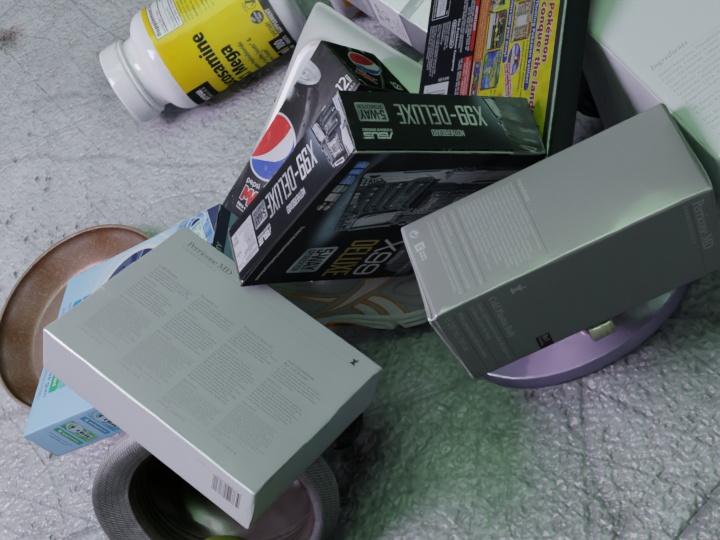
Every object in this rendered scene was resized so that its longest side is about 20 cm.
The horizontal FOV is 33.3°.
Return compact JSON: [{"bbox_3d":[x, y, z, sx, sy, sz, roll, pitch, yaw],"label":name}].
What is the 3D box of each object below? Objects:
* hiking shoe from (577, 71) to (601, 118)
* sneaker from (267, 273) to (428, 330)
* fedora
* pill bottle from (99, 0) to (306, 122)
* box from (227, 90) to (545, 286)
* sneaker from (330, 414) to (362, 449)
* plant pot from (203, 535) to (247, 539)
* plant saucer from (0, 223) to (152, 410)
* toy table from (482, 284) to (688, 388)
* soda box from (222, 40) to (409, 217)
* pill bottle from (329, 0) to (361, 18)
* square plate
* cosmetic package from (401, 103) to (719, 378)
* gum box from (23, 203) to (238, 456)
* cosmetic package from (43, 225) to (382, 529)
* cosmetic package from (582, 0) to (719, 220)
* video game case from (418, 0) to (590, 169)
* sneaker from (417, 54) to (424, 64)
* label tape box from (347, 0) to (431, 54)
[{"bbox_3d":[0.244,-0.211,1.058,0.200,0.076,0.101,-40,44,-12],"label":"hiking shoe"},{"bbox_3d":[0.000,0.000,0.998,0.199,0.092,0.076,-14,43,-13],"label":"sneaker"},{"bbox_3d":[-0.107,0.164,0.966,0.199,0.177,0.090,-27,22,25],"label":"fedora"},{"bbox_3d":[-0.161,-0.238,1.232,0.199,0.112,0.113,-30,54,8],"label":"pill bottle"},{"bbox_3d":[0.013,-0.055,0.873,0.200,0.157,0.050,-44,56,51],"label":"box"},{"bbox_3d":[-0.073,0.097,1.040,0.200,0.077,0.089,45,118,35],"label":"sneaker"},{"bbox_3d":[-0.054,0.278,0.848,0.192,0.200,0.201,15,69,43],"label":"plant pot"},{"bbox_3d":[-0.261,0.050,1.160,0.199,0.037,0.201,-12,58,20],"label":"plant saucer"},{"bbox_3d":[0.157,0.001,0.940,0.200,0.117,0.184,-38,53,0],"label":"toy table"},{"bbox_3d":[-0.045,-0.097,1.044,0.063,0.071,0.200,52,120,31],"label":"soda box"},{"bbox_3d":[0.037,-0.350,1.203,0.199,0.112,0.112,-32,53,5],"label":"pill bottle"},{"bbox_3d":[-0.023,-0.118,1.092,0.200,0.028,0.199,39,113,35],"label":"square plate"},{"bbox_3d":[0.140,-0.017,0.822,0.199,0.107,0.091,-24,55,11],"label":"cosmetic package"},{"bbox_3d":[-0.190,0.052,1.029,0.199,0.045,0.171,-24,43,32],"label":"gum box"},{"bbox_3d":[-0.108,0.071,0.880,0.200,0.052,0.151,35,51,17],"label":"cosmetic package"},{"bbox_3d":[0.269,-0.124,0.906,0.123,0.199,0.200,-37,53,2],"label":"cosmetic package"},{"bbox_3d":[0.105,-0.165,0.921,0.180,0.025,0.201,2,83,60],"label":"video game case"},{"bbox_3d":[0.063,-0.183,1.115,0.130,0.080,0.201,-7,59,20],"label":"sneaker"},{"bbox_3d":[0.053,-0.291,1.078,0.200,0.063,0.144,39,86,26],"label":"label tape box"}]
